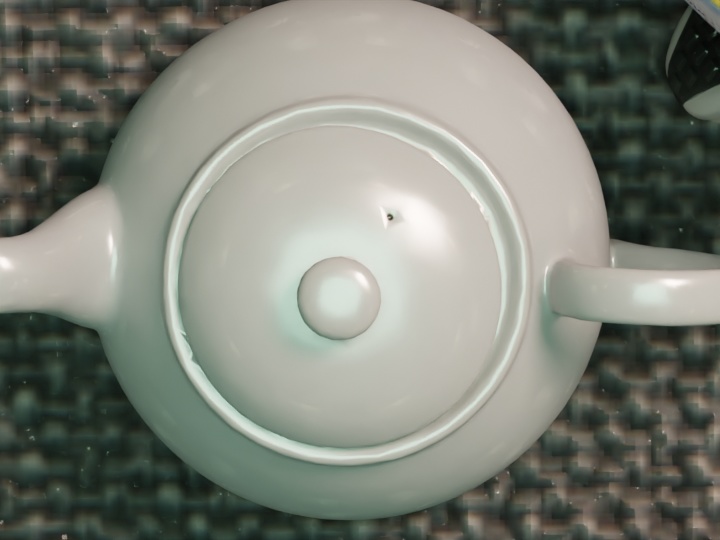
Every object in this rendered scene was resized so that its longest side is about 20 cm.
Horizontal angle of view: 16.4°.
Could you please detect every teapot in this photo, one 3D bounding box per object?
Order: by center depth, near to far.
[{"bbox_3d":[0.000,0.000,0.844,0.200,0.146,0.198,-43,95,4],"label":"teapot"}]

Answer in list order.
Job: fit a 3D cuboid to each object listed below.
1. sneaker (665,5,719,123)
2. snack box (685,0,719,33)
[{"bbox_3d":[0.201,-0.104,0.870,0.199,0.075,0.081,-31,133,15],"label":"sneaker"},{"bbox_3d":[0.167,-0.131,0.815,0.142,0.053,0.200,-44,52,4],"label":"snack box"}]
